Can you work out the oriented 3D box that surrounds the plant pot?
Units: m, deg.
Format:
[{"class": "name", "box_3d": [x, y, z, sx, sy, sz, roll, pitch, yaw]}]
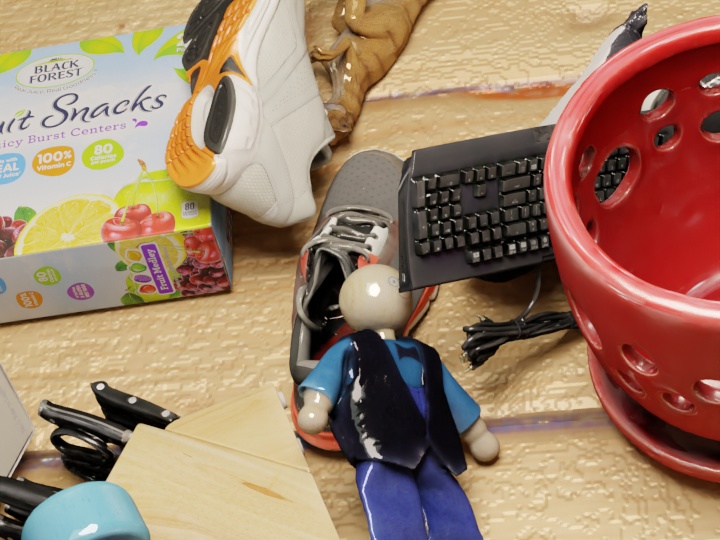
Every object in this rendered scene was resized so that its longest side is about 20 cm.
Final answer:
[{"class": "plant pot", "box_3d": [0.203, -0.001, 1.204, 0.200, 0.183, 0.201, -7, 51, 9]}]

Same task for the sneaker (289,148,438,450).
[{"class": "sneaker", "box_3d": [0.000, 0.000, 1.317, 0.077, 0.082, 0.200, -3, 52, 12]}]

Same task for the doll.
[{"class": "doll", "box_3d": [0.026, 0.090, 1.224, 0.048, 0.136, 0.200, -36, 60, 39]}]

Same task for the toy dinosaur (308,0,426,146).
[{"class": "toy dinosaur", "box_3d": [0.011, -0.157, 1.467, 0.106, 0.060, 0.200, 39, 65, -3]}]

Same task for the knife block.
[{"class": "knife block", "box_3d": [-0.104, 0.142, 1.244, 0.175, 0.064, 0.200, -23, 51, -4]}]

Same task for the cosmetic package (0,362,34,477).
[{"class": "cosmetic package", "box_3d": [-0.295, 0.073, 1.303, 0.200, 0.104, 0.073, 4, 47, 23]}]

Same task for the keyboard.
[{"class": "keyboard", "box_3d": [0.100, -0.015, 1.275, 0.200, 0.127, 0.021, -12, 18, -37]}]

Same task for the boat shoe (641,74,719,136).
[{"class": "boat shoe", "box_3d": [0.260, -0.109, 1.350, 0.200, 0.074, 0.060, -19, 45, -12]}]

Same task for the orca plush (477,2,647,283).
[{"class": "orca plush", "box_3d": [0.129, -0.058, 1.363, 0.105, 0.071, 0.200, -34, 18, 48]}]

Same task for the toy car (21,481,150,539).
[{"class": "toy car", "box_3d": [-0.178, 0.199, 1.101, 0.177, 0.200, 0.184, -42, 54, 18]}]

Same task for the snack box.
[{"class": "snack box", "box_3d": [-0.179, -0.057, 1.416, 0.200, 0.068, 0.169, -7, 51, 6]}]

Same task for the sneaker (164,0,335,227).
[{"class": "sneaker", "box_3d": [-0.054, -0.105, 1.381, 0.076, 0.092, 0.200, -28, 39, 39]}]
